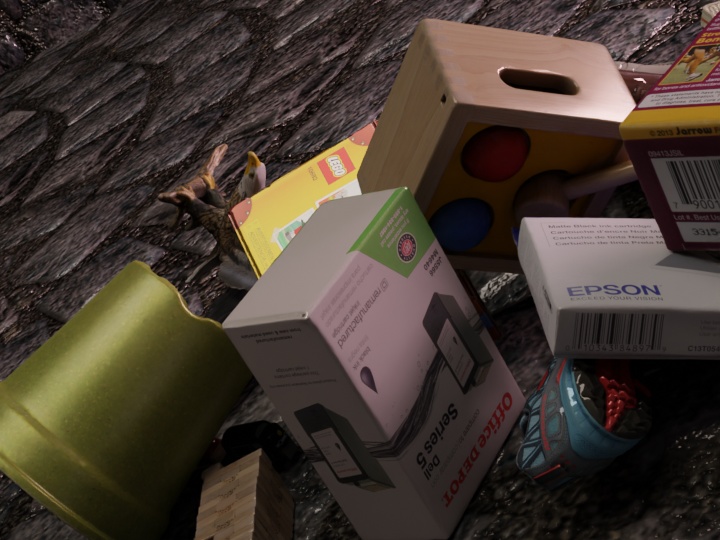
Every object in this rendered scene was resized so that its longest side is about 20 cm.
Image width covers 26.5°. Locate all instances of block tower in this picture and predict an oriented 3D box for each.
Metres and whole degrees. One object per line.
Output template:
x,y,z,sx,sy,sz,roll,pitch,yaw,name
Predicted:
-0.084,0.205,1.096,0.058,0.054,0.200,-28,23,10,block tower

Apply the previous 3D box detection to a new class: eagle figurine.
-0.084,-0.046,1.427,0.200,0.151,0.152,19,76,16,eagle figurine

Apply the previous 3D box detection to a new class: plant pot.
-0.185,0.100,1.199,0.184,0.200,0.200,-52,25,-5,plant pot

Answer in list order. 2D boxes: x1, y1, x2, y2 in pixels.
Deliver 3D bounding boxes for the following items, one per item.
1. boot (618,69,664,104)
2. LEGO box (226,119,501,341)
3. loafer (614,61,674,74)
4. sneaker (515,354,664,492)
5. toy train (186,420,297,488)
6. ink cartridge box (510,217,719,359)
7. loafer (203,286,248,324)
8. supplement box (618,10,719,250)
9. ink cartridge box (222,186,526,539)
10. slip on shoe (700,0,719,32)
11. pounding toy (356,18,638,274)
0.213,-0.137,1.238,0.200,0.064,0.186,11,8,-9,boot
0.000,0.000,1.245,0.149,0.077,0.200,-31,57,5,LEGO box
0.233,-0.162,1.402,0.200,0.070,0.070,-15,28,37,loafer
0.141,0.079,1.017,0.096,0.079,0.200,-48,1,24,sneaker
-0.138,0.156,1.277,0.200,0.046,0.034,-16,28,36,toy train
0.210,-0.002,1.019,0.199,0.041,0.200,0,24,-4,ink cartridge box
-0.115,0.054,1.427,0.070,0.068,0.201,-13,22,34,loafer
0.279,-0.108,0.980,0.131,0.103,0.200,2,39,47,supplement box
0.016,0.067,1.054,0.084,0.200,0.146,-9,32,40,ink cartridge box
0.319,-0.184,1.274,0.074,0.061,0.200,-10,17,12,slip on shoe
0.130,-0.082,1.134,0.142,0.200,0.184,-106,29,-43,pounding toy
